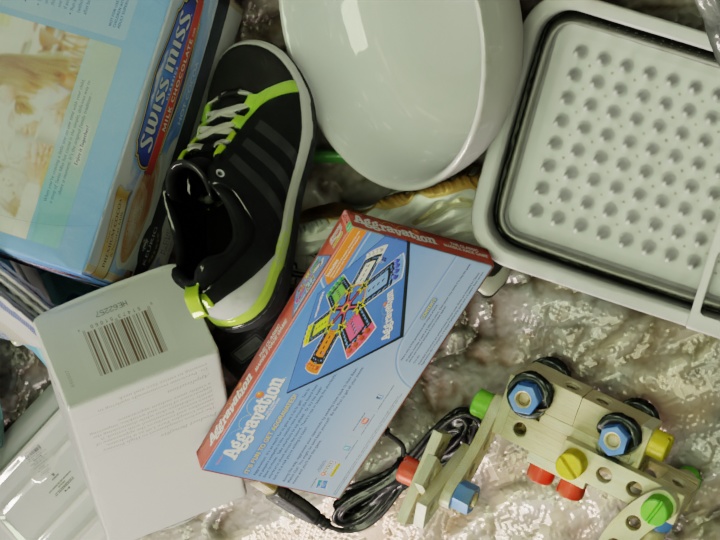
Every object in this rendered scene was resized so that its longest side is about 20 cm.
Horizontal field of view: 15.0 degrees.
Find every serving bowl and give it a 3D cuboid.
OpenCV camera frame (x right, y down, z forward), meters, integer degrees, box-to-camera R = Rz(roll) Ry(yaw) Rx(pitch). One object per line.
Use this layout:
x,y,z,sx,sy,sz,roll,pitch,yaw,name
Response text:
0.034,-0.152,1.629,0.200,0.066,0.201,26,124,46,serving bowl

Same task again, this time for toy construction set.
0.125,0.134,1.691,0.199,0.092,0.132,19,112,4,toy construction set

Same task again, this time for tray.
-0.199,0.140,1.853,0.107,0.022,0.200,47,116,5,tray

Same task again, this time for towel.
-0.277,0.001,1.706,0.199,0.147,0.024,14,73,28,towel

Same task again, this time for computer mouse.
-0.033,0.085,1.728,0.200,0.046,0.140,34,118,-28,computer mouse

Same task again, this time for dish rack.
0.178,-0.064,1.622,0.199,0.044,0.173,18,105,11,dish rack

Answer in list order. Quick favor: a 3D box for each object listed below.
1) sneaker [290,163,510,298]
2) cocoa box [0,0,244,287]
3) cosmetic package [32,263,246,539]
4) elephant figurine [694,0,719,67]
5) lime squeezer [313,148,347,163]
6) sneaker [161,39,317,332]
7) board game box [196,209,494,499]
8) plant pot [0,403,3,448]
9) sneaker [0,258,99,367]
0.000,0.000,1.705,0.199,0.076,0.088,-13,101,26,sneaker
-0.175,-0.099,1.679,0.133,0.131,0.201,17,87,16,cocoa box
-0.135,0.087,1.706,0.101,0.200,0.074,-20,61,-10,cosmetic package
0.276,-0.194,1.524,0.142,0.200,0.155,50,147,-18,elephant figurine
-0.100,-0.045,1.753,0.200,0.038,0.071,-34,91,25,lime squeezer
-0.077,-0.061,1.637,0.071,0.083,0.201,-18,58,30,sneaker
-0.011,0.054,1.656,0.102,0.019,0.200,14,124,-30,board game box
-0.355,0.117,1.814,0.195,0.200,0.201,17,110,13,plant pot
-0.243,0.019,1.807,0.130,0.079,0.201,-32,82,24,sneaker
